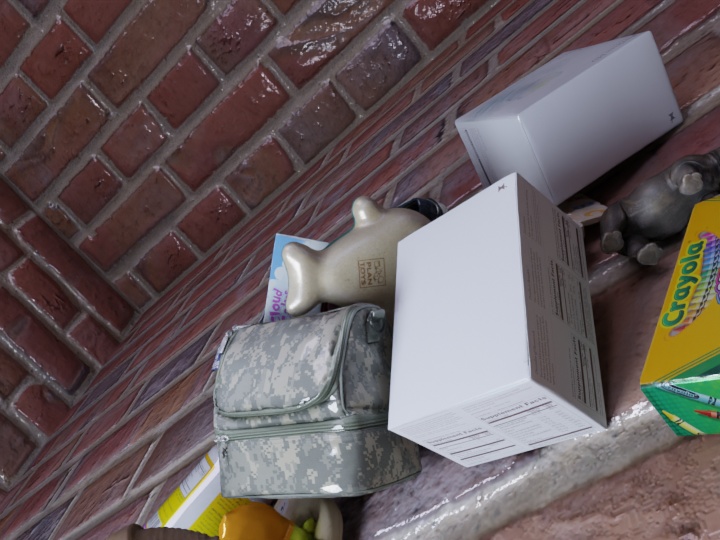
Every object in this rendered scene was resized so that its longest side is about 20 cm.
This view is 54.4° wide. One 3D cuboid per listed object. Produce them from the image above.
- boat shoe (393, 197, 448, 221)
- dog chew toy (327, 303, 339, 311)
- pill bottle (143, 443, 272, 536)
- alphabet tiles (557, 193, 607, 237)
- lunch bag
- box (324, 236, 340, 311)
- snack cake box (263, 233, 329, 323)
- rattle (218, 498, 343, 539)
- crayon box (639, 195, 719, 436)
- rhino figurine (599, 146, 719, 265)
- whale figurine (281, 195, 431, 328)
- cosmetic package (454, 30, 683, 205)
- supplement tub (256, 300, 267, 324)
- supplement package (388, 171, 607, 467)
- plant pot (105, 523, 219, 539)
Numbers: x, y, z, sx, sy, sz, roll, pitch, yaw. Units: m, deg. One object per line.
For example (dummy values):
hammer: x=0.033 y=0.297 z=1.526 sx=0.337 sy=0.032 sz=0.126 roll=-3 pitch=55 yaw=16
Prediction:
boat shoe: x=0.024 y=-0.032 z=0.901 sx=0.198 sy=0.061 sz=0.077 roll=-27 pitch=59 yaw=38
dog chew toy: x=0.009 y=0.051 z=1.001 sx=0.202 sy=0.124 sz=0.124 roll=-55 pitch=18 yaw=-8
pill bottle: x=-0.178 y=0.292 z=0.878 sx=0.201 sy=0.104 sz=0.104 roll=-48 pitch=17 yaw=-10
alphabet tiles: x=0.190 y=-0.055 z=0.835 sx=0.190 sy=0.015 sz=0.200 roll=-16 pitch=16 yaw=3
lunch bag: x=-0.051 y=0.127 z=0.689 sx=0.196 sy=0.173 sz=0.138 roll=-13 pitch=-13 yaw=36
box: x=-0.024 y=0.011 z=1.089 sx=0.200 sy=0.021 sz=0.167 roll=-34 pitch=-34 yaw=-65
snack cake box: x=-0.077 y=0.037 z=0.879 sx=0.200 sy=0.065 sz=0.118 roll=106 pitch=173 yaw=-79
rattle: x=-0.106 y=0.260 z=0.734 sx=0.133 sy=0.140 sz=0.200 roll=-65 pitch=22 yaw=11
crayon box: x=0.287 y=0.018 z=0.502 sx=0.118 sy=0.058 sz=0.202 roll=-23 pitch=27 yaw=51
rhino figurine: x=0.314 y=-0.077 z=0.666 sx=0.198 sy=0.060 sz=0.088 roll=-36 pitch=7 yaw=16
whale figurine: x=0.000 y=0.000 z=0.779 sx=0.195 sy=0.164 sz=0.103 roll=-8 pitch=6 yaw=-25
cosmetic package: x=0.258 y=-0.193 z=0.903 sx=0.197 sy=0.125 sz=0.200 roll=-32 pitch=17 yaw=-8
supplement tub: x=-0.110 y=0.097 z=1.157 sx=0.122 sy=0.123 sz=0.201 roll=-36 pitch=17 yaw=22
supplement package: x=0.117 y=0.048 z=0.636 sx=0.154 sy=0.110 sz=0.204 roll=-29 pitch=42 yaw=40
plant pot: x=-0.148 y=0.314 z=0.637 sx=0.091 sy=0.205 sz=0.200 roll=-24 pitch=12 yaw=-13
